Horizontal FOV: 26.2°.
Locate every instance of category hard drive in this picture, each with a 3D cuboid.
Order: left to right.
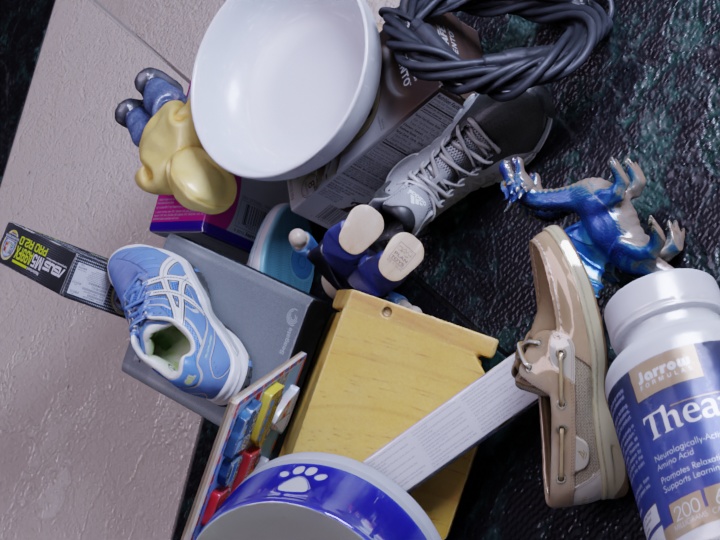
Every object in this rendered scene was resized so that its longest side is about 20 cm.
[{"bbox_3d":[-0.125,0.062,1.408,0.199,0.033,0.141,23,94,39],"label":"hard drive"}]

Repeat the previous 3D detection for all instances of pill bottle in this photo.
[{"bbox_3d":[0.225,0.103,1.018,0.111,0.111,0.201,-36,50,33],"label":"pill bottle"}]

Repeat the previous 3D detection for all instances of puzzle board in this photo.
[{"bbox_3d":[-0.101,0.174,1.271,0.017,0.151,0.201,25,109,14],"label":"puzzle board"}]

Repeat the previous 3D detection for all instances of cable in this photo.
[{"bbox_3d":[0.104,-0.194,1.279,0.198,0.051,0.164,9,45,22],"label":"cable"}]

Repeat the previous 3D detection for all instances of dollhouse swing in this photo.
[{"bbox_3d":[0.015,0.136,1.316,0.180,0.176,0.201,18,84,10],"label":"dollhouse swing"}]

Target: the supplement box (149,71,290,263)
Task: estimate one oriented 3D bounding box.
[{"bbox_3d":[-0.122,-0.118,1.549,0.103,0.101,0.202,2,73,50],"label":"supplement box"}]

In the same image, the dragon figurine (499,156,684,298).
[{"bbox_3d":[0.185,-0.016,1.160,0.099,0.059,0.201,-41,74,28],"label":"dragon figurine"}]

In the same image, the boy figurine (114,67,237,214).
[{"bbox_3d":[-0.172,-0.124,1.480,0.125,0.064,0.200,-56,40,13],"label":"boy figurine"}]

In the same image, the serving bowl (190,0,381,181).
[{"bbox_3d":[-0.057,-0.171,1.383,0.199,0.066,0.202,-11,70,33],"label":"serving bowl"}]

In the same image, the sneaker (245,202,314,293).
[{"bbox_3d":[-0.120,0.033,1.480,0.130,0.079,0.202,-2,70,40],"label":"sneaker"}]

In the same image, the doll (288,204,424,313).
[{"bbox_3d":[0.000,0.000,1.332,0.049,0.136,0.200,-57,5,-15],"label":"doll"}]

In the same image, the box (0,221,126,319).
[{"bbox_3d":[-0.244,0.017,1.547,0.160,0.199,0.045,20,87,51],"label":"box"}]

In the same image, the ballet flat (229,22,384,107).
[{"bbox_3d":[-0.044,-0.206,1.462,0.199,0.068,0.068,-22,83,0],"label":"ballet flat"}]

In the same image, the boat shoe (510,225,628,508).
[{"bbox_3d":[0.142,0.069,1.108,0.071,0.064,0.202,111,148,-86],"label":"boat shoe"}]

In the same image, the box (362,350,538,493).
[{"bbox_3d":[0.093,0.106,1.184,0.200,0.039,0.042,-38,78,12],"label":"box"}]

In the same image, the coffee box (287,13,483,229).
[{"bbox_3d":[0.022,-0.137,1.406,0.200,0.080,0.114,-38,45,32],"label":"coffee box"}]

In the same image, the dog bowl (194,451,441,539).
[{"bbox_3d":[-0.033,0.246,1.187,0.200,0.200,0.079,-40,2,30],"label":"dog bowl"}]

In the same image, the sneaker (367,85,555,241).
[{"bbox_3d":[0.074,-0.077,1.284,0.200,0.075,0.116,-40,5,41],"label":"sneaker"}]

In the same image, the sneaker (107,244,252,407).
[{"bbox_3d":[-0.174,0.039,1.380,0.200,0.077,0.076,44,107,36],"label":"sneaker"}]
